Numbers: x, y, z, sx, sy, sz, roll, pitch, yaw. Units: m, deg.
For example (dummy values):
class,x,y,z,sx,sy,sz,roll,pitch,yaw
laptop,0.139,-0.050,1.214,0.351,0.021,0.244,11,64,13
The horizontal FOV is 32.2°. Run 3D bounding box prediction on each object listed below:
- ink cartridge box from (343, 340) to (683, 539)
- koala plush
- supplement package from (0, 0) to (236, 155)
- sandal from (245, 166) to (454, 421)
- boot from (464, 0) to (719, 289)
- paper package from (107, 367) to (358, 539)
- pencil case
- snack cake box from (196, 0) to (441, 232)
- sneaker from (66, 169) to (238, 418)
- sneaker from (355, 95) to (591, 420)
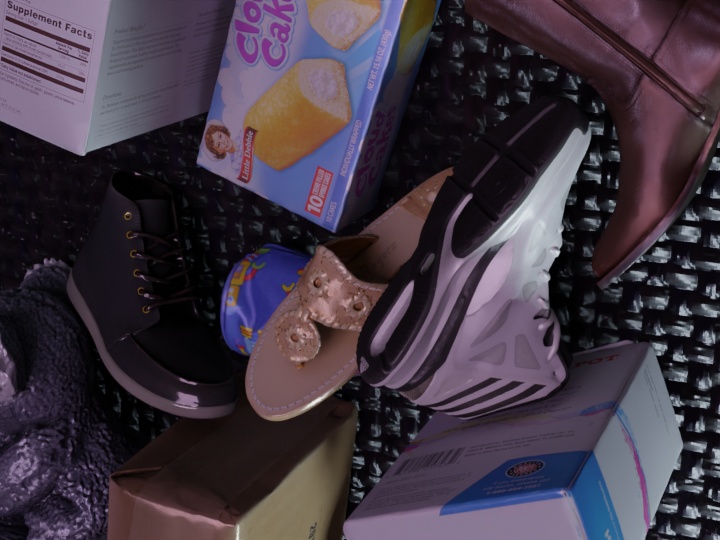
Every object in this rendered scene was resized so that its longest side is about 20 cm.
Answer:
class,x,y,z,sx,sy,sz,roll,pitch,yaw
ink cartridge box,0.101,0.129,0.761,0.144,0.200,0.085,-15,104,30
koala plush,-0.246,0.102,0.953,0.183,0.177,0.201,1,107,14
supplement package,-0.159,-0.207,0.779,0.146,0.191,0.201,23,115,17
sandal,-0.004,-0.003,0.777,0.212,0.070,0.078,-42,54,-8
boot,0.125,-0.114,0.743,0.200,0.064,0.187,36,110,10
paper package,-0.092,0.200,0.886,0.103,0.191,0.201,17,115,21
pencil case,0.004,0.029,0.844,0.199,0.078,0.087,7,95,25
snack cake box,-0.024,-0.142,0.806,0.115,0.067,0.201,26,116,16
sneaker,-0.145,0.014,0.886,0.200,0.075,0.107,41,122,37
sneaker,0.094,0.001,0.742,0.115,0.076,0.201,28,103,-28
